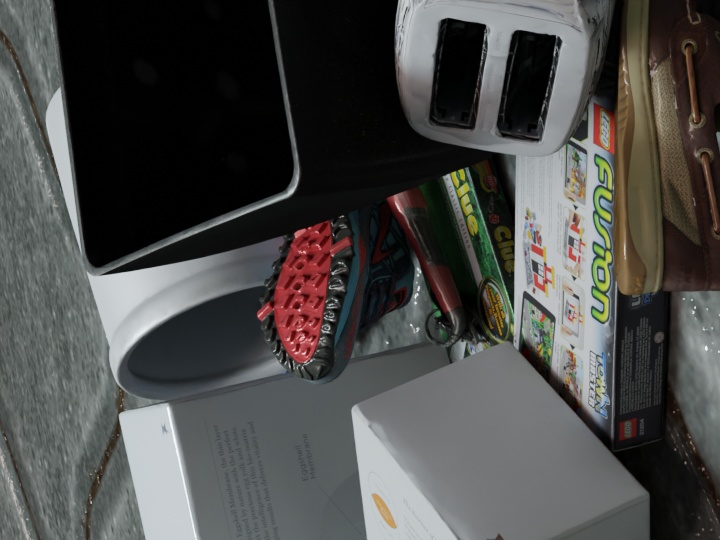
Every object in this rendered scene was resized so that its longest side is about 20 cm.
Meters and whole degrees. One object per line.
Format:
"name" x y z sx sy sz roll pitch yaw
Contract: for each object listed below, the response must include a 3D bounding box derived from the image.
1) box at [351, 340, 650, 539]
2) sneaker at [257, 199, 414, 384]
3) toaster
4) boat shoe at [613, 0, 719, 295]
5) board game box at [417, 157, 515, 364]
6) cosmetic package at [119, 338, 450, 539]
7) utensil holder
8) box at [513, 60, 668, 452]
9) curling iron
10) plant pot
"box" 0.082 0.172 1.277 0.152 0.106 0.201 50 154 44
"sneaker" 0.000 0.000 1.394 0.079 0.095 0.201 -35 31 33
"toaster" 0.075 -0.146 1.121 0.200 0.113 0.130 97 -176 -62
"boat shoe" 0.161 -0.086 1.090 0.072 0.072 0.201 77 -165 -73
"board game box" 0.078 0.029 1.369 0.105 0.023 0.201 142 113 -66
"cosmetic package" -0.031 0.165 1.454 0.123 0.199 0.200 -17 85 66
"utensil holder" -0.112 -0.038 1.522 0.170 0.169 0.201 121 135 -57
"box" 0.126 -0.014 1.230 0.110 0.035 0.201 38 134 55
"curling iron" 0.023 -0.041 1.375 0.201 0.025 0.050 66 157 10
"plant pot" -0.039 -0.116 1.231 0.199 0.177 0.201 -20 76 48
